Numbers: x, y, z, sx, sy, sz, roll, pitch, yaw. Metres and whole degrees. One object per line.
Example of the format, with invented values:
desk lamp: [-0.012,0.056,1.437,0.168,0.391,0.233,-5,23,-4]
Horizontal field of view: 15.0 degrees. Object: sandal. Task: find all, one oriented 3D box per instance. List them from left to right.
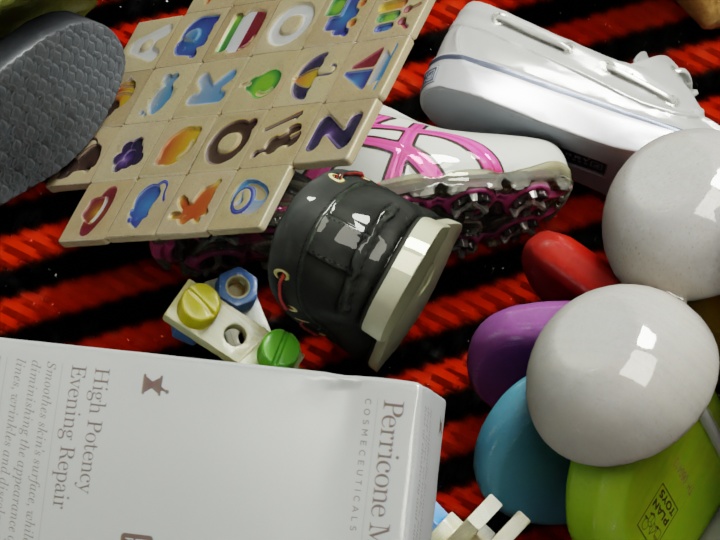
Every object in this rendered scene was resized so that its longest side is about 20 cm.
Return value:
sandal: [-0.189,-0.051,1.219,0.200,0.076,0.043,-42,54,-18]

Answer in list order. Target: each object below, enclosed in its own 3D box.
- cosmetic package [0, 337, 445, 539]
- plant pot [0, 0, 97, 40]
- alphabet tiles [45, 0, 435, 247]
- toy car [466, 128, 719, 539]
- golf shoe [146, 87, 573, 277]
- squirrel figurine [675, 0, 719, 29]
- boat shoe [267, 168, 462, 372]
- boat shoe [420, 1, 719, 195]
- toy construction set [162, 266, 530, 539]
cosmetic package: [-0.071,0.086,1.106,0.199,0.074,0.102,4,83,10]
plant pot: [-0.190,-0.192,1.233,0.200,0.200,0.185,-31,86,-20]
alphabet tiles: [-0.054,-0.081,1.211,0.006,0.199,0.167,45,58,-34]
toy car: [0.120,0.040,1.204,0.149,0.175,0.201,9,59,34]
golf shoe: [-0.001,-0.053,1.254,0.199,0.073,0.093,-2,65,-10]
squirrel figurine: [0.161,-0.243,1.300,0.141,0.187,0.201,27,65,3]
boat shoe: [0.001,-0.003,1.167,0.063,0.201,0.074,28,87,7]
boat shoe: [0.130,-0.072,1.284,0.199,0.074,0.066,23,68,-1]
toy construction set: [-0.028,0.097,1.182,0.200,0.092,0.131,38,64,19]
